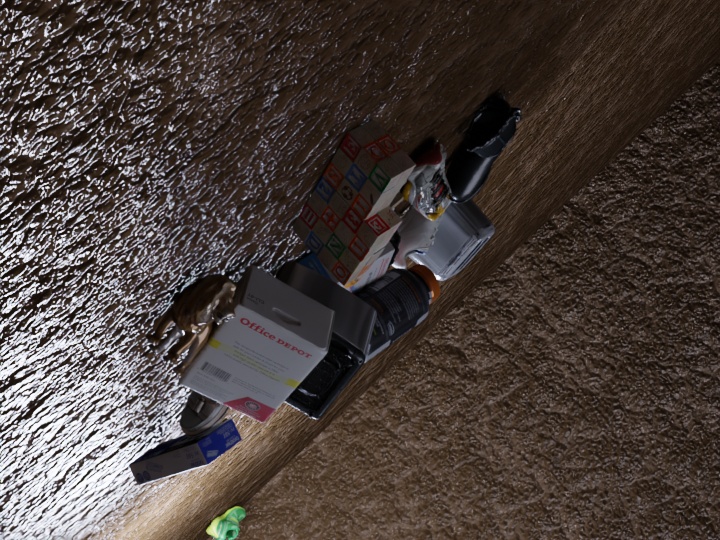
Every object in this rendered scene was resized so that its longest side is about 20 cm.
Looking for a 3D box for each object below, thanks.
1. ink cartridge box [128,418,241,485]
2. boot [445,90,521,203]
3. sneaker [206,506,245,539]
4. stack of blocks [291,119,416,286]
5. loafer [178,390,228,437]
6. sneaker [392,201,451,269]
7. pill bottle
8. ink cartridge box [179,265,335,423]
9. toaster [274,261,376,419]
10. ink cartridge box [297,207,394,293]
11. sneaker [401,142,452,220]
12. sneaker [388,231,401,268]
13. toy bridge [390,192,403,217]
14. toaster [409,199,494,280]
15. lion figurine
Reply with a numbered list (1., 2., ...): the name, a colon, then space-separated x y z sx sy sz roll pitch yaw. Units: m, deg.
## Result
1. ink cartridge box: -0.305 0.316 1.763 0.198 0.045 0.094 -24 -176 39
2. boot: 0.209 -0.213 1.789 0.199 0.073 0.162 -52 170 5
3. sneaker: -0.420 0.814 3.237 0.074 0.084 0.200 -47 169 19
4. stack of blocks: -0.003 -0.089 1.383 0.058 0.115 0.201 -32 163 -44
5. loafer: -0.236 0.190 1.714 0.200 0.072 0.063 -46 153 -13
6. sneaker: 0.113 -0.080 1.894 0.200 0.087 0.075 -44 167 -8
7. pill bottle: 0.046 0.066 1.740 0.199 0.107 0.107 -33 165 -29
8. ink cartridge box: -0.145 0.107 1.435 0.200 0.144 0.084 -48 -159 39
9. toaster: -0.088 0.103 1.555 0.201 0.179 0.120 -54 -169 40
10. ink cartridge box: -0.015 -0.011 1.668 0.198 0.068 0.115 -31 166 -18
11. sneaker: 0.123 -0.147 1.702 0.078 0.082 0.200 -41 168 -11
12. sneaker: 0.000 0.000 1.825 0.097 0.070 0.203 8 -113 60
13. toy bridge: 0.041 -0.108 1.689 0.067 0.027 0.200 -41 168 -11
14. toaster: 0.176 -0.077 2.020 0.201 0.129 0.113 -50 168 29
15. lion figurine: -0.219 0.068 1.338 0.123 0.072 0.200 -50 -175 -16
